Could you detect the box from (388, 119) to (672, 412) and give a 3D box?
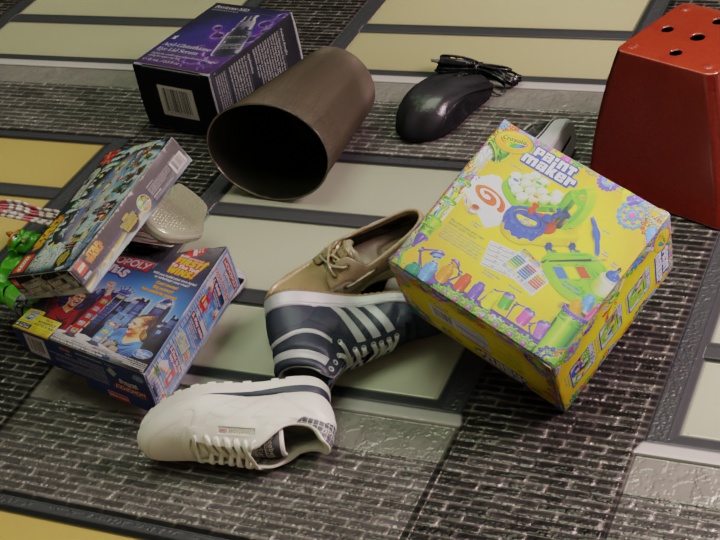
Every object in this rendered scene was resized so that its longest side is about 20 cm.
[{"bbox_3d":[0.171,-0.006,1.407,0.200,0.122,0.193,34,77,26],"label":"box"}]

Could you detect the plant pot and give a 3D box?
[{"bbox_3d":[0.395,-0.195,1.657,0.200,0.177,0.199,-35,41,-30],"label":"plant pot"}]

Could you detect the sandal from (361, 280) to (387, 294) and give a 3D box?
[{"bbox_3d":[0.000,0.000,1.614,0.075,0.045,0.200,5,38,23],"label":"sandal"}]

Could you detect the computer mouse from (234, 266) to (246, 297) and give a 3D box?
[{"bbox_3d":[-0.212,0.038,1.625,0.109,0.044,0.200,16,43,35],"label":"computer mouse"}]

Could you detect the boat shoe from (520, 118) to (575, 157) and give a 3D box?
[{"bbox_3d":[0.199,-0.124,1.723,0.071,0.072,0.200,-2,25,30],"label":"boat shoe"}]

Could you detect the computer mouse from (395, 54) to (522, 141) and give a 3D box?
[{"bbox_3d":[0.115,-0.243,1.920,0.138,0.053,0.200,15,43,32],"label":"computer mouse"}]

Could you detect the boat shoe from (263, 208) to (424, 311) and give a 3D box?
[{"bbox_3d":[-0.017,-0.008,1.543,0.199,0.065,0.072,-25,54,-9],"label":"boat shoe"}]

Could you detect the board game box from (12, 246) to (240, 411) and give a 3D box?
[{"bbox_3d":[-0.235,0.044,1.549,0.199,0.062,0.200,16,47,33],"label":"board game box"}]

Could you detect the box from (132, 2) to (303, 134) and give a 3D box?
[{"bbox_3d":[-0.198,-0.289,2.035,0.147,0.105,0.200,13,42,32],"label":"box"}]

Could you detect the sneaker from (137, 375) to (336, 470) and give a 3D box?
[{"bbox_3d":[-0.123,0.160,1.406,0.199,0.077,0.081,-12,44,3],"label":"sneaker"}]

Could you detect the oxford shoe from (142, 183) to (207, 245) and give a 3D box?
[{"bbox_3d":[-0.221,-0.054,1.646,0.058,0.075,0.200,-48,6,10],"label":"oxford shoe"}]

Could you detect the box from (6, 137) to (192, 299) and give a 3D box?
[{"bbox_3d":[-0.286,-0.057,1.562,0.137,0.040,0.200,-7,42,49],"label":"box"}]

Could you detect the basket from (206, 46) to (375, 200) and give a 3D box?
[{"bbox_3d":[-0.072,-0.199,1.849,0.180,0.137,0.200,4,34,30],"label":"basket"}]

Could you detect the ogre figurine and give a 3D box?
[{"bbox_3d":[-0.366,0.008,1.671,0.119,0.098,0.200,11,47,15],"label":"ogre figurine"}]

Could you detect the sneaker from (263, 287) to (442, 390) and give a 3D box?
[{"bbox_3d":[-0.001,0.080,1.483,0.199,0.070,0.109,3,55,-11],"label":"sneaker"}]

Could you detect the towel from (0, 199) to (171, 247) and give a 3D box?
[{"bbox_3d":[-0.339,-0.062,1.745,0.199,0.030,0.146,11,0,32],"label":"towel"}]
